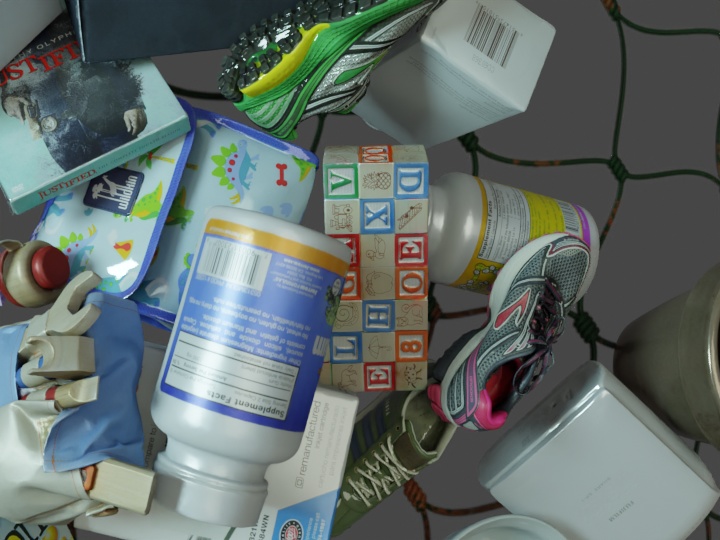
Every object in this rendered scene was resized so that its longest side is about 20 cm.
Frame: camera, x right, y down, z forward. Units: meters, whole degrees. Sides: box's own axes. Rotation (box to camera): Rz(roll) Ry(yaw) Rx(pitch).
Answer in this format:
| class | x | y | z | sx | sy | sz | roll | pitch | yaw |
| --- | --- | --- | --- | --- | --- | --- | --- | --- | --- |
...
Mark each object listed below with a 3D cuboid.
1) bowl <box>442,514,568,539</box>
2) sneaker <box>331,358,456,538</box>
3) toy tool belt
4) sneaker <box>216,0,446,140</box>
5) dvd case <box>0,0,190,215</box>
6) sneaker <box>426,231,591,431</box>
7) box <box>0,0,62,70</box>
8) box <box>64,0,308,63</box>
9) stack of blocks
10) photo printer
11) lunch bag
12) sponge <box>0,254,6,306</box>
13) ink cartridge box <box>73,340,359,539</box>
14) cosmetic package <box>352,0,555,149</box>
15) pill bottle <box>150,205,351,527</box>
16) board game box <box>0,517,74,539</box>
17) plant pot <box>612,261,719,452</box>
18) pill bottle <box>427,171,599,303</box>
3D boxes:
| class | x | y | z | sx | sy | sz | roll | pitch | yaw |
| --- | --- | --- | --- | --- | --- | --- | --- | --- | --- |
| bowl | 0.114 | 0.323 | 0.836 | 0.197 | 0.090 | 0.206 | 1 | 87 | -23 |
| sneaker | 0.027 | 0.159 | 0.808 | 0.067 | 0.090 | 0.200 | 48 | 72 | -14 |
| toy tool belt | -0.189 | 0.067 | 0.613 | 0.124 | 0.121 | 0.205 | 19 | 60 | -59 |
| sneaker | -0.009 | -0.174 | 0.678 | 0.197 | 0.079 | 0.085 | -29 | 136 | 18 |
| dvd case | -0.238 | -0.152 | 0.692 | 0.144 | 0.022 | 0.201 | -28 | 64 | -15 |
| sneaker | 0.143 | 0.056 | 0.775 | 0.081 | 0.074 | 0.201 | 43 | 74 | -25 |
| box | -0.342 | -0.222 | 0.633 | 0.199 | 0.107 | 0.153 | 39 | 73 | 6 |
| box | -0.140 | -0.280 | 0.698 | 0.196 | 0.125 | 0.199 | -11 | 53 | -22 |
| stack of blocks | 0.000 | 0.000 | 0.764 | 0.112 | 0.059 | 0.205 | -1 | 112 | 0 |
| photo printer | 0.236 | 0.206 | 0.871 | 0.199 | 0.070 | 0.166 | 41 | 107 | -16 |
| lunch bag | -0.152 | -0.041 | 0.732 | 0.196 | 0.127 | 0.174 | 21 | 78 | -10 |
| sponge | -0.367 | -0.019 | 0.650 | 0.195 | 0.030 | 0.114 | -7 | 106 | -9 |
| ink cartridge box | -0.112 | 0.148 | 0.721 | 0.195 | 0.084 | 0.150 | 13 | 85 | -4 |
| cosmetic package | 0.063 | -0.177 | 0.782 | 0.112 | 0.199 | 0.083 | 29 | 78 | -21 |
| pill bottle | -0.082 | 0.067 | 0.631 | 0.110 | 0.112 | 0.205 | 17 | 86 | -20 |
| board game box | -0.265 | 0.234 | 0.639 | 0.105 | 0.101 | 0.204 | -46 | 120 | -58 |
| plant pot | 0.349 | 0.096 | 0.892 | 0.196 | 0.174 | 0.205 | 6 | 76 | -28 |
| pill bottle | 0.119 | -0.031 | 0.849 | 0.196 | 0.104 | 0.107 | 12 | 83 | -21 |
